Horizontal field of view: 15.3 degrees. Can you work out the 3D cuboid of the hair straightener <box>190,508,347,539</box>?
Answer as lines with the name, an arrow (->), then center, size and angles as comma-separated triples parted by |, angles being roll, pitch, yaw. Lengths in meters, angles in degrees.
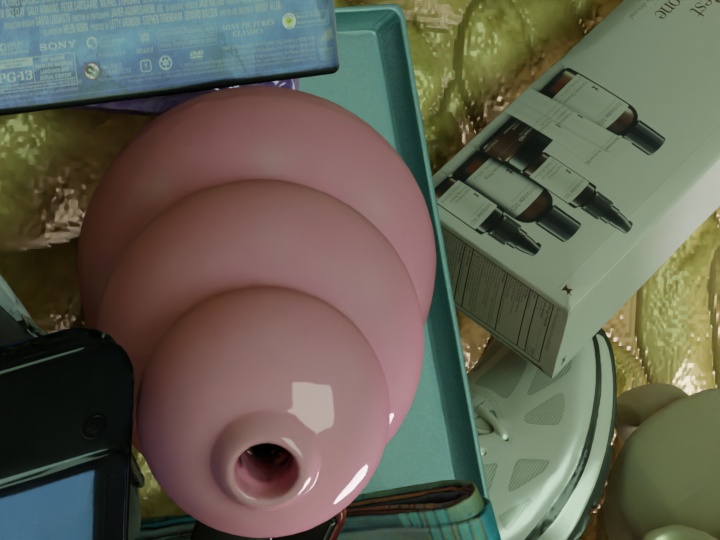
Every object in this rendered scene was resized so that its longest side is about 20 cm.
hair straightener -> -0.076, 0.155, 0.936 | 0.077, 0.041, 0.201 | 8, 116, -48

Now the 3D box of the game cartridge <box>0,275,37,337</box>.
game cartridge -> -0.186, 0.020, 0.823 | 0.133, 0.041, 0.200 | -52, 136, -3

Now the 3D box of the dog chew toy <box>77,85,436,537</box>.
dog chew toy -> -0.032, 0.019, 0.880 | 0.124, 0.200, 0.125 | -1, 115, -3

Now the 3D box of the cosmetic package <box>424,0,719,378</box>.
cosmetic package -> 0.109, -0.051, 1.093 | 0.200, 0.082, 0.051 | -43, 160, -32

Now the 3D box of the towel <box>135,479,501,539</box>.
towel -> 0.002, 0.176, 0.992 | 0.022, 0.146, 0.201 | -60, 137, -63

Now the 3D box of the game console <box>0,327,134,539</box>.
game console -> -0.119, 0.142, 0.772 | 0.170, 0.118, 0.201 | -15, 125, -32

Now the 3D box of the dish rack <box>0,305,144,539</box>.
dish rack -> -0.155, 0.109, 0.843 | 0.200, 0.055, 0.154 | -39, 136, -11

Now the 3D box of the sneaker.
sneaker -> 0.023, 0.083, 1.038 | 0.115, 0.075, 0.201 | 41, 69, -39

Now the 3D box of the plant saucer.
plant saucer -> 0.000, 0.000, 1.008 | 0.070, 0.019, 0.201 | -6, 81, -29

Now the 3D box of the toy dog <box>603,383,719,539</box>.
toy dog -> 0.162, 0.160, 1.130 | 0.139, 0.194, 0.201 | -35, 136, -24

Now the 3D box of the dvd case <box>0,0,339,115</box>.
dvd case -> -0.080, -0.159, 0.914 | 0.142, 0.018, 0.201 | -9, 99, -28

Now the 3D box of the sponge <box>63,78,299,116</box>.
sponge -> -0.070, -0.155, 0.948 | 0.111, 0.030, 0.201 | 1, 93, -30
